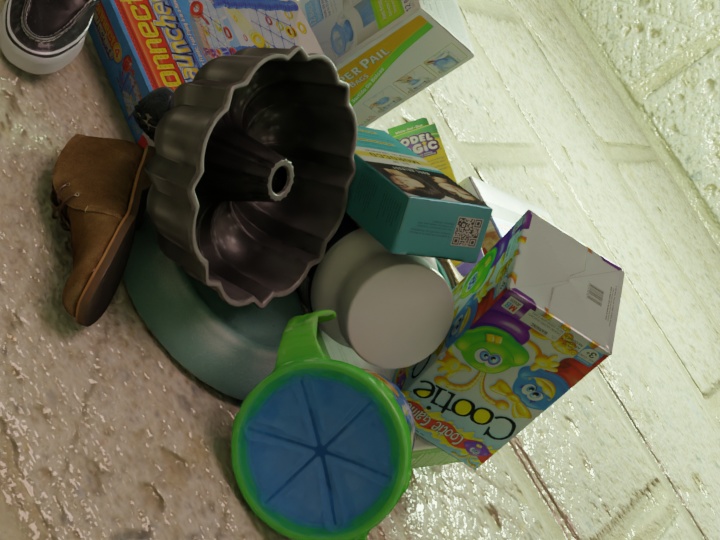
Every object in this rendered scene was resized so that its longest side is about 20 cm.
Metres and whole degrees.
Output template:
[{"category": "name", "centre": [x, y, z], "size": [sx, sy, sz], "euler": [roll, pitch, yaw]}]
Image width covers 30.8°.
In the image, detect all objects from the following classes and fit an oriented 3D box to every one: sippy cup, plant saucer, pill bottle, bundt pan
[{"category": "sippy cup", "centre": [-0.016, 0.130, 1.008], "size": [0.139, 0.178, 0.130], "euler": [22, 7, 12]}, {"category": "plant saucer", "centre": [-0.110, 0.013, 1.072], "size": [0.200, 0.036, 0.200], "euler": [39, 29, -26]}, {"category": "pill bottle", "centre": [0.000, 0.000, 1.136], "size": [0.116, 0.116, 0.200], "euler": [40, 4, -31]}, {"category": "bundt pan", "centre": [-0.089, -0.077, 0.997], "size": [0.076, 0.203, 0.202], "euler": [18, 5, 30]}]

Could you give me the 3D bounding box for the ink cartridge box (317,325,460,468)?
[{"category": "ink cartridge box", "centre": [0.014, 0.109, 1.186], "size": [0.199, 0.048, 0.146], "euler": [-2, 56, -35]}]

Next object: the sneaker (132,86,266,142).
[{"category": "sneaker", "centre": [-0.114, -0.113, 1.082], "size": [0.078, 0.086, 0.200], "euler": [39, -2, 26]}]

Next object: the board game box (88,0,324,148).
[{"category": "board game box", "centre": [-0.135, -0.198, 1.196], "size": [0.195, 0.056, 0.200], "euler": [-11, 64, -36]}]

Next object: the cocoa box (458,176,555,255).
[{"category": "cocoa box", "centre": [0.145, 0.001, 1.463], "size": [0.200, 0.133, 0.132], "euler": [17, 44, -56]}]

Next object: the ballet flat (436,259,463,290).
[{"category": "ballet flat", "centre": [0.099, 0.067, 1.302], "size": [0.065, 0.070, 0.201], "euler": [-22, 108, -38]}]

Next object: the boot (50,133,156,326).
[{"category": "boot", "centre": [-0.201, -0.034, 0.966], "size": [0.075, 0.074, 0.200], "euler": [20, 35, -11]}]

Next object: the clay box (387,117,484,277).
[{"category": "clay box", "centre": [0.048, -0.067, 1.364], "size": [0.048, 0.115, 0.201], "euler": [74, -3, -71]}]

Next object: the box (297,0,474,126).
[{"category": "box", "centre": [-0.003, -0.226, 1.322], "size": [0.101, 0.200, 0.113], "euler": [30, 38, -48]}]

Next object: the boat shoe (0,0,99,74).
[{"category": "boat shoe", "centre": [-0.239, -0.247, 1.087], "size": [0.072, 0.068, 0.200], "euler": [28, 50, -9]}]

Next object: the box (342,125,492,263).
[{"category": "box", "centre": [0.023, -0.070, 1.095], "size": [0.082, 0.049, 0.200], "euler": [6, 20, -30]}]

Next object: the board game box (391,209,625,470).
[{"category": "board game box", "centre": [0.120, 0.063, 1.118], "size": [0.103, 0.200, 0.105], "euler": [31, 42, -10]}]
